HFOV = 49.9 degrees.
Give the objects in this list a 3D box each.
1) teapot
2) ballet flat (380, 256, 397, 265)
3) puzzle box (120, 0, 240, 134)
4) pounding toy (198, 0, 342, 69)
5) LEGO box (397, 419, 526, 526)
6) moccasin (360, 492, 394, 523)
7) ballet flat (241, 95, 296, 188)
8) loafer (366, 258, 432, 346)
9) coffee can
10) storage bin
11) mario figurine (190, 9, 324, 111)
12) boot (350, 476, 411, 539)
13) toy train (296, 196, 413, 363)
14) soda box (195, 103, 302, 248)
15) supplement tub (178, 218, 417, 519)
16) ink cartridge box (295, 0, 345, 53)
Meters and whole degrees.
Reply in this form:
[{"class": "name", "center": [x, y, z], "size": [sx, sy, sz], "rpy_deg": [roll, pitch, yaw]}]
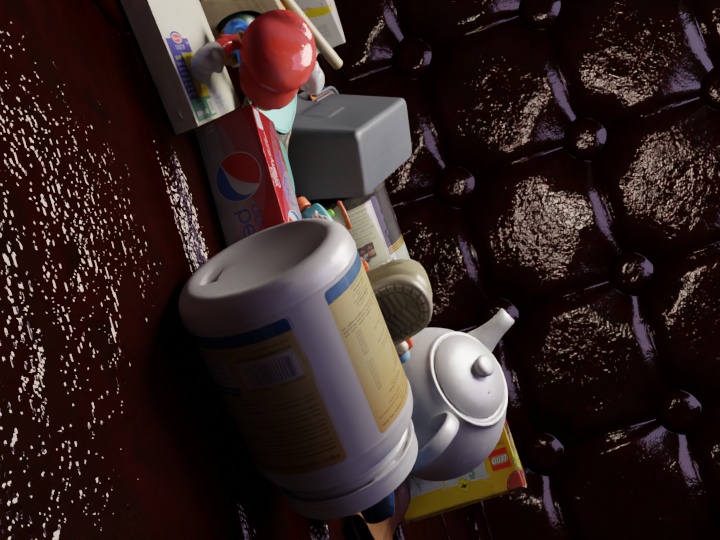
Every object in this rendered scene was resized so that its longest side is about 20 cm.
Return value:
[{"class": "teapot", "center": [0.106, 0.148, 0.932], "size": [0.195, 0.146, 0.203], "rpy_deg": [9, 55, -33]}, {"class": "ballet flat", "center": [0.015, 0.061, 0.938], "size": [0.200, 0.071, 0.072], "rpy_deg": [-48, 130, -30]}, {"class": "puzzle box", "center": [-0.176, -0.216, 0.783], "size": [0.200, 0.025, 0.135], "rpy_deg": [-80, 151, -73]}, {"class": "pounding toy", "center": [-0.133, -0.352, 0.962], "size": [0.184, 0.140, 0.203], "rpy_deg": [41, 31, -73]}, {"class": "LEGO box", "center": [0.113, 0.250, 1.082], "size": [0.077, 0.197, 0.151], "rpy_deg": [-14, 86, -81]}, {"class": "moccasin", "center": [-0.031, 0.161, 0.777], "size": [0.202, 0.067, 0.081], "rpy_deg": [63, -28, 22]}, {"class": "ballet flat", "center": [-0.113, -0.145, 0.876], "size": [0.067, 0.075, 0.203], "rpy_deg": [27, 50, -44]}, {"class": "loafer", "center": [-0.009, 0.049, 0.716], "size": [0.076, 0.198, 0.068], "rpy_deg": [56, 34, -14]}, {"class": "coffee can", "center": [-0.005, -0.010, 1.059], "size": [0.147, 0.144, 0.203], "rpy_deg": [-81, 152, -73]}, {"class": "storage bin", "center": [-0.024, -0.171, 1.000], "size": [0.200, 0.132, 0.148], "rpy_deg": [-47, 134, -53]}, {"class": "mario figurine", "center": [-0.101, -0.199, 0.777], "size": [0.107, 0.122, 0.200], "rpy_deg": [63, -3, -25]}, {"class": "boot", "center": [0.005, 0.249, 0.932], "size": [0.200, 0.067, 0.191], "rpy_deg": [-51, 130, -72]}, {"class": "toy train", "center": [0.000, 0.000, 0.844], "size": [0.150, 0.055, 0.202], "rpy_deg": [30, -28, 58]}, {"class": "soda box", "center": [-0.100, -0.055, 0.771], "size": [0.063, 0.069, 0.203], "rpy_deg": [26, 45, -72]}, {"class": "supplement tub", "center": [-0.042, 0.077, 0.613], "size": [0.145, 0.143, 0.202], "rpy_deg": [-89, 160, -67]}, {"class": "ink cartridge box", "center": [-0.127, -0.433, 1.171], "size": [0.200, 0.143, 0.149], "rpy_deg": [56, 18, -62]}]
